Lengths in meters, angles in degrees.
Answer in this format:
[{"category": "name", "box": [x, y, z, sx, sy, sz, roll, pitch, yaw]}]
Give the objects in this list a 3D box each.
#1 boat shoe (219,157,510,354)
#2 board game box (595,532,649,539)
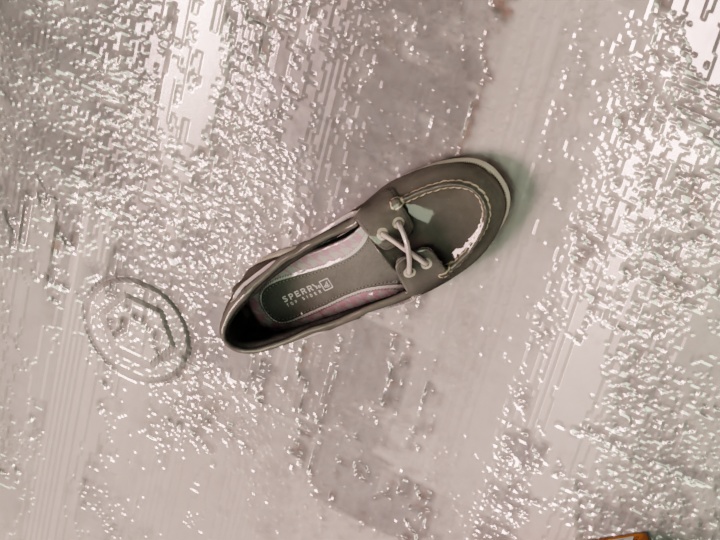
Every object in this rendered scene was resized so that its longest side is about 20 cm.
[{"category": "boat shoe", "box": [0.000, 0.000, 1.307, 0.199, 0.057, 0.067, -26, 106, 36]}, {"category": "board game box", "box": [0.090, 0.305, 1.359, 0.199, 0.200, 0.201, -14, 112, 31]}]
